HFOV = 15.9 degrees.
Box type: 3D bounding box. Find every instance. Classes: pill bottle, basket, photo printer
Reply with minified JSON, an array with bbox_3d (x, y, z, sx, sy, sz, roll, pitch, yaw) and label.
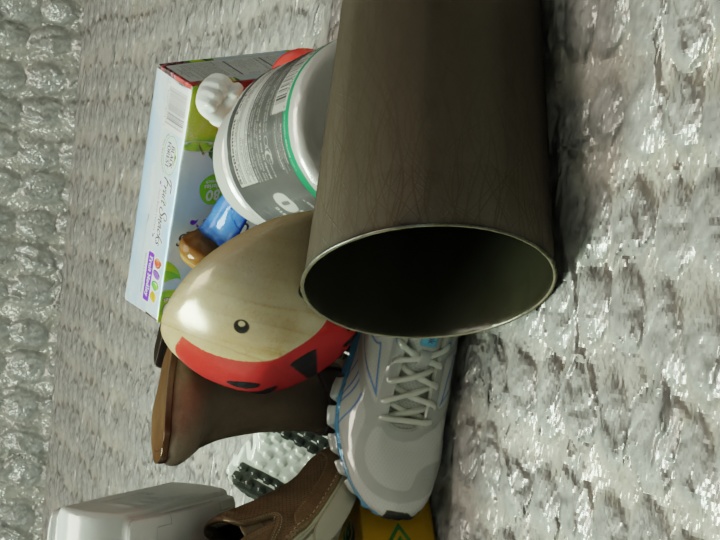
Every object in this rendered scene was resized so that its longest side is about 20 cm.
[{"bbox_3d":[-0.021,-0.081,1.627,0.200,0.113,0.114,168,106,-70],"label":"pill bottle"},{"bbox_3d":[0.042,-0.084,1.452,0.180,0.135,0.201,134,143,-62],"label":"basket"},{"bbox_3d":[-0.141,0.241,1.617,0.166,0.069,0.201,-6,-80,-67],"label":"photo printer"}]

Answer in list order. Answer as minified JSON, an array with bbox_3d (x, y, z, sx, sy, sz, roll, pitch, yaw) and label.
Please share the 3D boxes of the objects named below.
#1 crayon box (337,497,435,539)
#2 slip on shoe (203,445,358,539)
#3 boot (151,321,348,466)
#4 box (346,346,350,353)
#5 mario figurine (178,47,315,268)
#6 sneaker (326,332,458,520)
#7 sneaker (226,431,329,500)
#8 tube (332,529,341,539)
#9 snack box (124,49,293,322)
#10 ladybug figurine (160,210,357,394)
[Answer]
[{"bbox_3d":[0.014,0.226,1.624,0.201,0.051,0.127,-99,18,-47],"label":"crayon box"},{"bbox_3d":[-0.066,0.169,1.588,0.200,0.061,0.076,-52,10,-35],"label":"slip on shoe"},{"bbox_3d":[-0.060,0.082,1.654,0.200,0.145,0.071,-97,22,-65],"label":"boot"},{"bbox_3d":[0.000,0.000,1.796,0.200,0.035,0.111,-166,80,-77],"label":"box"},{"bbox_3d":[-0.070,-0.074,1.923,0.201,0.123,0.106,-65,35,26],"label":"mario figurine"},{"bbox_3d":[0.028,0.052,1.589,0.087,0.075,0.201,150,123,-67],"label":"sneaker"},{"bbox_3d":[-0.035,0.106,1.844,0.081,0.075,0.200,-61,10,-28],"label":"sneaker"},{"bbox_3d":[-0.045,0.195,1.810,0.052,0.058,0.200,66,157,2],"label":"tube"},{"bbox_3d":[-0.104,-0.068,2.029,0.053,0.142,0.201,34,122,42],"label":"snack box"},{"bbox_3d":[-0.050,0.025,1.549,0.072,0.135,0.200,59,-179,11],"label":"ladybug figurine"}]
